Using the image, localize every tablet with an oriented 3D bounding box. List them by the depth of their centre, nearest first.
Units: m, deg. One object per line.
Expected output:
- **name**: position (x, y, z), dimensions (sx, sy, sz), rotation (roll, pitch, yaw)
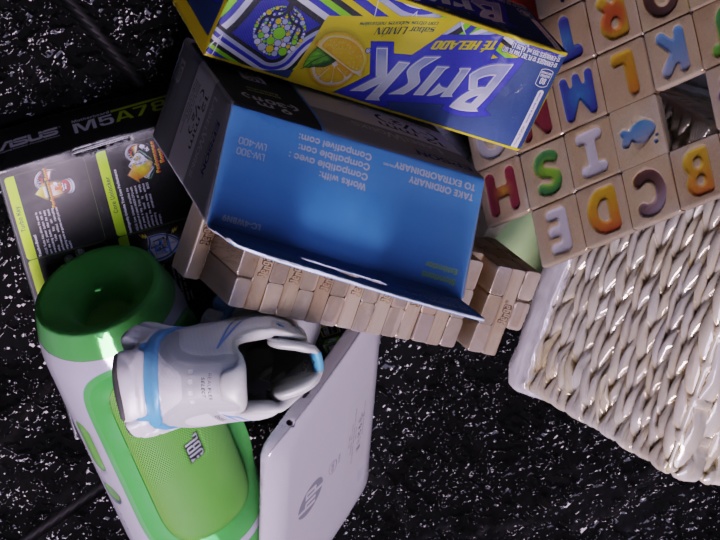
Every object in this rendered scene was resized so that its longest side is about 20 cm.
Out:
- **tablet**: position (-0.024, 0.116, 1.547), dimensions (0.130, 0.014, 0.201), rotation (-53, 161, -33)

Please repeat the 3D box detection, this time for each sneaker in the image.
- **sneaker**: position (-0.052, 0.050, 1.416), dimensions (0.086, 0.200, 0.075), rotation (-1, 102, 23)

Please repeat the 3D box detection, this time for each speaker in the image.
- **speaker**: position (-0.116, 0.083, 1.480), dimensions (0.088, 0.089, 0.201), rotation (-22, 129, -2)

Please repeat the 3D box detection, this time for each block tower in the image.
- **block tower**: position (0.000, 0.000, 1.429), dimensions (0.199, 0.058, 0.054), rotation (11, 106, -32)

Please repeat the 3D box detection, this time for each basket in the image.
- **basket**: position (0.225, 0.015, 1.475), dimensions (0.197, 0.161, 0.201), rotation (13, 100, -34)

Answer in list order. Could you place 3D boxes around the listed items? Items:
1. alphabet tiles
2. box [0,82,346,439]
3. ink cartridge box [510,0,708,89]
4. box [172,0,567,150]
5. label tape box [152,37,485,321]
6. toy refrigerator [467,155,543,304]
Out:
- **alphabet tiles**: position (0.133, -0.101, 1.425), dimensions (0.199, 0.168, 0.008), rotation (-23, 162, 40)
- **box**: position (-0.097, -0.014, 1.497), dimensions (0.192, 0.048, 0.201), rotation (-16, 128, -4)
- **ink cartridge box**: position (0.185, -0.177, 1.476), dimensions (0.199, 0.050, 0.162), rotation (-7, 126, -16)
- **box**: position (0.006, -0.129, 1.401), dimensions (0.199, 0.070, 0.065), rotation (15, 113, -27)
- **label tape box**: position (-0.016, -0.049, 1.345), dimensions (0.143, 0.200, 0.066), rotation (16, 102, -19)
- **toy refrigerator**: position (0.141, -0.001, 1.568), dimensions (0.199, 0.070, 0.076), rotation (29, 111, -33)
